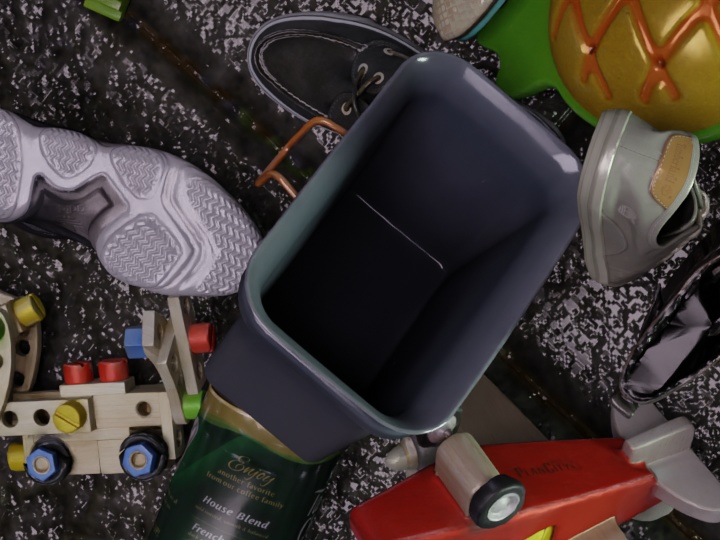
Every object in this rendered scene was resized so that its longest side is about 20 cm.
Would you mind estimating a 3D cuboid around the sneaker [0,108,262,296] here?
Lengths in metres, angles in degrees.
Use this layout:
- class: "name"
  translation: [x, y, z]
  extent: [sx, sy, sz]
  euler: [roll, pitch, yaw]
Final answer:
- class: "sneaker"
  translation: [-0.142, -0.041, 1.120]
  extent: [0.200, 0.114, 0.076]
  euler: [21, 93, 7]

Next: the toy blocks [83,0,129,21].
- class: "toy blocks"
  translation: [-0.145, -0.241, 1.081]
  extent: [0.100, 0.137, 0.200]
  euler: [25, 103, 11]

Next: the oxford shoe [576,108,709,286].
- class: "oxford shoe"
  translation: [0.149, -0.030, 0.994]
  extent: [0.058, 0.200, 0.075]
  euler: [15, 80, 13]

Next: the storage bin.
- class: "storage bin"
  translation: [0.000, 0.000, 1.016]
  extent: [0.145, 0.200, 0.134]
  euler: [40, 147, -5]

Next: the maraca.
- class: "maraca"
  translation: [0.149, -0.136, 1.032]
  extent: [0.200, 0.107, 0.137]
  euler: [14, 84, 38]

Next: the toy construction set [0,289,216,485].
- class: "toy construction set"
  translation: [-0.166, 0.061, 1.156]
  extent: [0.200, 0.092, 0.131]
  euler: [-2, 96, 27]

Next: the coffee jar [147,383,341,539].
- class: "coffee jar"
  translation: [-0.067, 0.129, 1.124]
  extent: [0.085, 0.104, 0.200]
  euler: [23, 103, 4]

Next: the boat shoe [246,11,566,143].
- class: "boat shoe"
  translation: [0.023, -0.095, 1.094]
  extent: [0.200, 0.057, 0.069]
  euler: [23, 103, 12]

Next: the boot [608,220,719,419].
- class: "boot"
  translation: [0.209, -0.011, 0.990]
  extent: [0.069, 0.174, 0.200]
  euler: [39, 106, 8]

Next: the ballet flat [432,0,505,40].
- class: "ballet flat"
  translation: [0.085, -0.220, 1.050]
  extent: [0.062, 0.067, 0.200]
  euler: [32, 96, -25]

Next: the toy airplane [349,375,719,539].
- class: "toy airplane"
  translation: [0.097, 0.137, 1.051]
  extent: [0.199, 0.200, 0.141]
  euler: [24, 120, 0]
